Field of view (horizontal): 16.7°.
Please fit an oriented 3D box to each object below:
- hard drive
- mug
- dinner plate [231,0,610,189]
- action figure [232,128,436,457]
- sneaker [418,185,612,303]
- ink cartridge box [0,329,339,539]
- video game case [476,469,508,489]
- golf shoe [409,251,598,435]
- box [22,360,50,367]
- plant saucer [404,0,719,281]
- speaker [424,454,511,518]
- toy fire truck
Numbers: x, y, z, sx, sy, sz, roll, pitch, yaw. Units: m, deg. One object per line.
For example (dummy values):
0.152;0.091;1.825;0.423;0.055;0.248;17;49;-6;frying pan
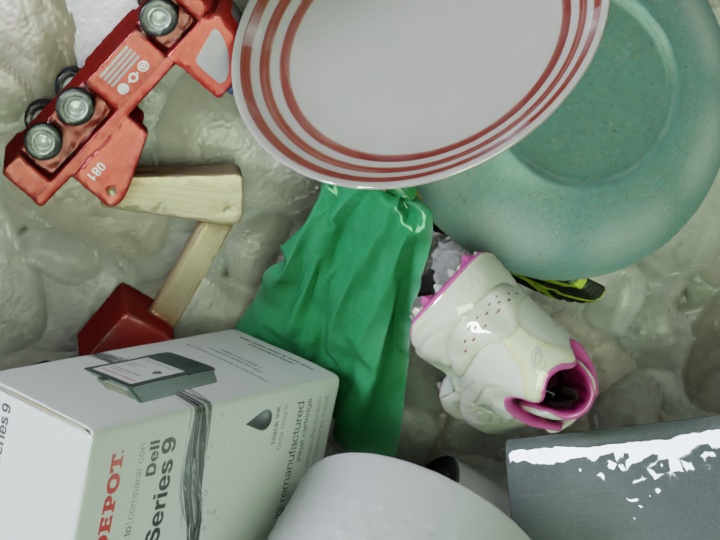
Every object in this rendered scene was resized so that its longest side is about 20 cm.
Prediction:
0.177;0.148;1.278;0.199;0.033;0.140;-9;81;27;hard drive
0.021;0.218;1.234;0.200;0.176;0.148;28;149;3;mug
0.031;-0.119;1.232;0.200;0.200;0.024;-28;140;4;dinner plate
0.000;0.000;1.290;0.118;0.055;0.200;33;138;13;action figure
0.056;-0.058;1.323;0.200;0.075;0.077;31;77;-15;sneaker
-0.113;0.121;1.262;0.084;0.200;0.146;22;109;32;ink cartridge box
0.070;0.203;1.439;0.199;0.022;0.183;0;111;-7;video game case
0.088;0.061;1.304;0.091;0.200;0.075;39;87;24;golf shoe
-0.218;0.154;1.295;0.200;0.086;0.164;-14;119;-48;box
0.110;-0.096;1.280;0.200;0.039;0.202;1;88;-15;plant saucer
0.111;0.187;1.384;0.200;0.081;0.081;31;104;-17;speaker
-0.112;-0.050;1.307;0.141;0.049;0.200;41;100;-19;toy fire truck
